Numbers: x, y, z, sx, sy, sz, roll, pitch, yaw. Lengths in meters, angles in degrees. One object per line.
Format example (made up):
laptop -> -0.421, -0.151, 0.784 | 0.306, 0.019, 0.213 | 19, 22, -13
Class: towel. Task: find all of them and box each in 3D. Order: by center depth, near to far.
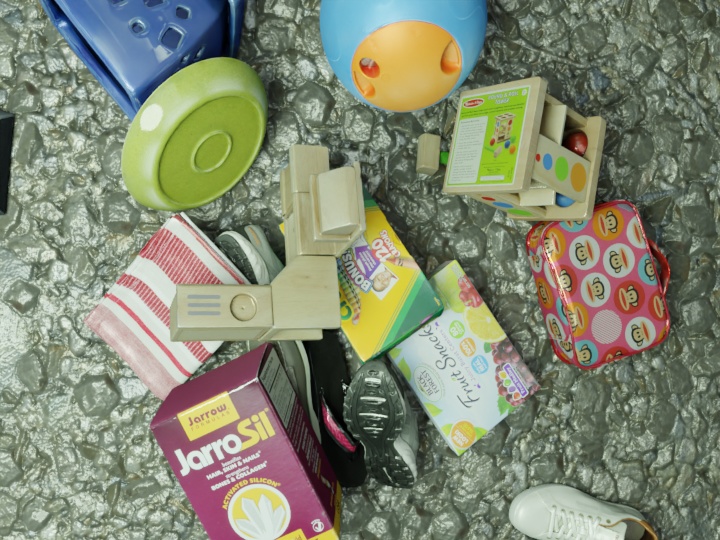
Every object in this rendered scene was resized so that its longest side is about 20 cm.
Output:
towel -> -0.226, 0.048, 0.835 | 0.144, 0.023, 0.200 | 45, 111, -5

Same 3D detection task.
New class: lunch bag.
lunch bag -> 0.321, 0.012, 0.919 | 0.172, 0.082, 0.205 | -17, 92, -8

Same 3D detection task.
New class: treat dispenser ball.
treat dispenser ball -> 0.049, -0.290, 0.818 | 0.195, 0.201, 0.207 | 0, 91, -7

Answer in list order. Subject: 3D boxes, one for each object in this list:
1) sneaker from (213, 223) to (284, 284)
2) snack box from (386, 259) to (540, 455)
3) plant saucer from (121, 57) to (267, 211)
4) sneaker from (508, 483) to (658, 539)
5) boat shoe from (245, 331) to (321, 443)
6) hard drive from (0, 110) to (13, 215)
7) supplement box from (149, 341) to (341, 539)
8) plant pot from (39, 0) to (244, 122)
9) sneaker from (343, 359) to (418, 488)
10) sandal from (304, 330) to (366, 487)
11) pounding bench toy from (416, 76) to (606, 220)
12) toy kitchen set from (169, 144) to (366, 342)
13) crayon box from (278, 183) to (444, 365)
sneaker -> -0.111, 0.036, 0.867 | 0.072, 0.079, 0.205 | -9, 110, 32
snack box -> 0.119, 0.110, 0.908 | 0.141, 0.053, 0.202 | -36, 94, -5
plant saucer -> -0.176, -0.142, 0.795 | 0.200, 0.200, 0.031 | -45, 68, -5
sneaker -> 0.297, 0.332, 0.921 | 0.194, 0.085, 0.075 | 8, 92, -6
boat shoe -> -0.098, 0.144, 0.822 | 0.071, 0.060, 0.207 | -3, 107, 33
hard drive -> -0.520, -0.138, 0.823 | 0.194, 0.042, 0.139 | 6, 90, -8
supplement box -> -0.114, 0.205, 0.753 | 0.128, 0.103, 0.204 | -24, 102, 6
plant pot -> -0.239, -0.296, 0.788 | 0.179, 0.200, 0.201 | -42, 95, -12
sneaker -> 0.030, 0.175, 0.842 | 0.072, 0.080, 0.203 | 3, 133, 18
sandal -> -0.025, 0.177, 0.874 | 0.074, 0.044, 0.206 | -19, 99, -48
pounding bench toy -> 0.183, -0.139, 0.883 | 0.153, 0.198, 0.128 | 15, 84, -38
toy kitchen set -> -0.102, -0.042, 0.731 | 0.176, 0.163, 0.206 | 1, 74, -21
crayon box -> 0.000, 0.000, 0.858 | 0.117, 0.058, 0.202 | -33, 76, -5
